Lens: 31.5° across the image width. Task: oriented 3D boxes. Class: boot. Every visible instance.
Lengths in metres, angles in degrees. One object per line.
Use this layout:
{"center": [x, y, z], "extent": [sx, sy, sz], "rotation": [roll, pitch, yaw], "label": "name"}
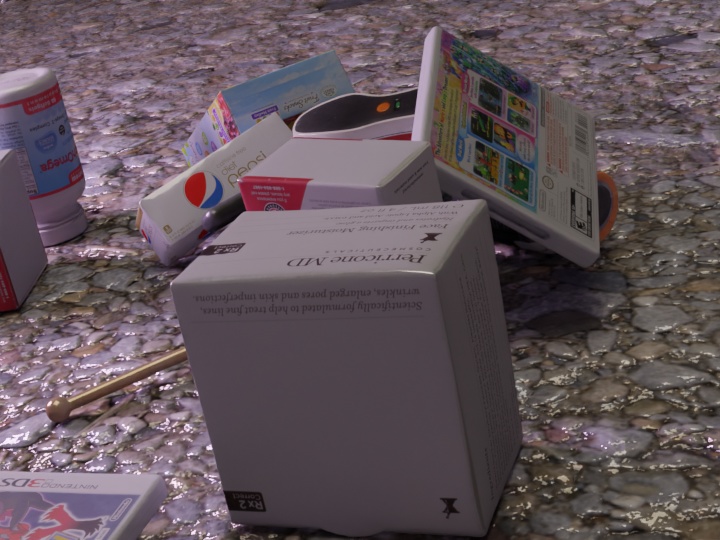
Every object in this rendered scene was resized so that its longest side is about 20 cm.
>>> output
{"center": [0.031, -0.123, 1.403], "extent": [0.197, 0.145, 0.073], "rotation": [-4, 44, 22], "label": "boot"}

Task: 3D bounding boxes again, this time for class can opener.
{"center": [-0.095, -0.074, 1.398], "extent": [0.199, 0.054, 0.067], "rotation": [-33, -2, -37], "label": "can opener"}

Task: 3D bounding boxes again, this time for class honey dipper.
{"center": [-0.193, 0.088, 1.161], "extent": [0.198, 0.038, 0.038], "rotation": [-22, 25, -18], "label": "honey dipper"}

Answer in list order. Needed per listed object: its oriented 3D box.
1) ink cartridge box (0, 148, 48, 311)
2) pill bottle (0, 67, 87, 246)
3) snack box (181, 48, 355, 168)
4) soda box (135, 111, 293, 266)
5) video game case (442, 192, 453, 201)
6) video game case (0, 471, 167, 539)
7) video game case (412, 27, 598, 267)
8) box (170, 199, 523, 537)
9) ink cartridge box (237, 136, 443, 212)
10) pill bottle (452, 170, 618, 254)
{"center": [-0.481, -0.032, 1.437], "extent": [0.197, 0.147, 0.145], "rotation": [-10, 23, 6], "label": "ink cartridge box"}
{"center": [-0.401, -0.138, 1.566], "extent": [0.107, 0.203, 0.109], "rotation": [-10, 23, 4], "label": "pill bottle"}
{"center": [-0.119, -0.186, 1.598], "extent": [0.167, 0.068, 0.200], "rotation": [-25, -4, -25], "label": "snack box"}
{"center": [-0.157, -0.093, 1.441], "extent": [0.199, 0.064, 0.068], "rotation": [-37, -8, -23], "label": "soda box"}
{"center": [0.031, -0.043, 1.185], "extent": [0.024, 0.201, 0.181], "rotation": [43, 47, 14], "label": "video game case"}
{"center": [-0.252, 0.199, 0.862], "extent": [0.180, 0.023, 0.200], "rotation": [-2, 25, 20], "label": "video game case"}
{"center": [0.130, -0.113, 1.121], "extent": [0.180, 0.024, 0.201], "rotation": [27, 41, -15], "label": "video game case"}
{"center": [-0.003, 0.068, 0.904], "extent": [0.196, 0.203, 0.131], "rotation": [-2, 24, 22], "label": "box"}
{"center": [0.000, 0.000, 1.048], "extent": [0.144, 0.202, 0.083], "rotation": [5, 32, 34], "label": "ink cartridge box"}
{"center": [0.159, -0.076, 1.270], "extent": [0.106, 0.108, 0.199], "rotation": [-28, 28, -33], "label": "pill bottle"}
